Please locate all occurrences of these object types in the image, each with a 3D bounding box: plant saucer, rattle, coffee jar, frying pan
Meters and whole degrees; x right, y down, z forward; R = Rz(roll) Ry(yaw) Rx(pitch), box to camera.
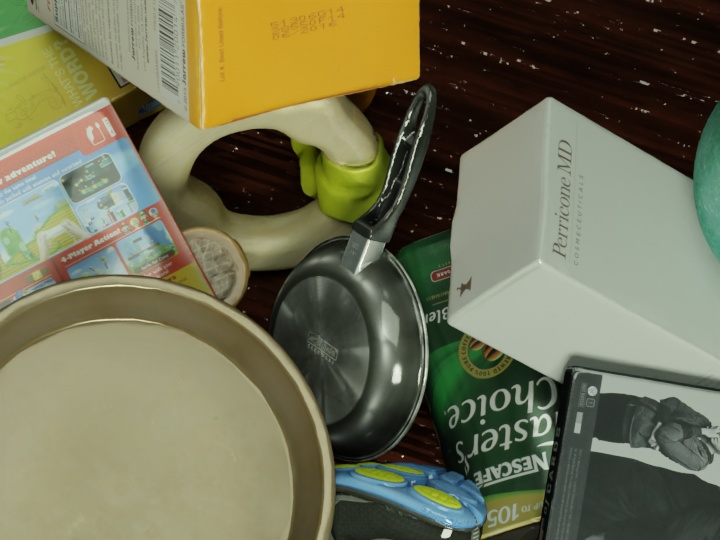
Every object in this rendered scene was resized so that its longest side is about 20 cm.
[{"bbox_3d":[-0.112,0.101,1.352,0.200,0.029,0.200,2,75,-9],"label":"plant saucer"},{"bbox_3d":[-0.086,-0.069,1.518,0.200,0.130,0.143,-21,59,21],"label":"rattle"},{"bbox_3d":[0.083,0.076,1.440,0.104,0.085,0.200,-18,69,11],"label":"coffee jar"},{"bbox_3d":[0.008,0.013,1.437,0.031,0.190,0.115,-3,48,-41],"label":"frying pan"}]

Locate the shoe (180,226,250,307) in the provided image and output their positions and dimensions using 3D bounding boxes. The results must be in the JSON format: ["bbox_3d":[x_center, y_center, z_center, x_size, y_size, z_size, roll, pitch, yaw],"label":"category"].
[{"bbox_3d":[-0.151,0.032,1.427,0.200,0.053,0.070,-18,89,-11],"label":"shoe"}]

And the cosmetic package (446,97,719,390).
[{"bbox_3d":[0.141,0.011,1.401,0.200,0.071,0.102,27,50,-28],"label":"cosmetic package"}]

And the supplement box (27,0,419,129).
[{"bbox_3d":[-0.073,-0.145,1.455,0.126,0.074,0.200,-15,29,-26],"label":"supplement box"}]

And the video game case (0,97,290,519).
[{"bbox_3d":[-0.137,0.036,1.390,0.143,0.017,0.200,-28,87,-13],"label":"video game case"}]

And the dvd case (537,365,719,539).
[{"bbox_3d":[0.183,0.134,1.365,0.200,0.025,0.151,10,89,-7],"label":"dvd case"}]

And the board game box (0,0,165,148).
[{"bbox_3d":[-0.217,-0.112,1.561,0.200,0.040,0.153,-30,70,-7],"label":"board game box"}]

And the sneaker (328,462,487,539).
[{"bbox_3d":[-0.018,0.138,1.410,0.199,0.071,0.083,-13,81,37],"label":"sneaker"}]

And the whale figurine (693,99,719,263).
[{"bbox_3d":[0.237,-0.033,1.393,0.104,0.200,0.159,-35,65,32],"label":"whale figurine"}]
